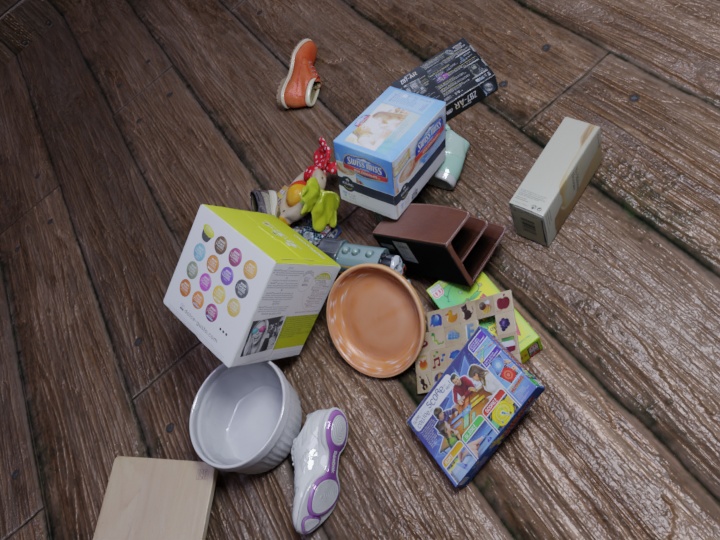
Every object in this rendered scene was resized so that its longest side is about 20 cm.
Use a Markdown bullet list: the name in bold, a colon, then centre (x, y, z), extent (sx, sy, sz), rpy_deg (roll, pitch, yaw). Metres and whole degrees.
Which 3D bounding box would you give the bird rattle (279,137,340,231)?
- **bird rattle**: centre (-0.114, -0.178, 1.275), extent (0.161, 0.112, 0.204), rpy_deg (-27, 47, 30)

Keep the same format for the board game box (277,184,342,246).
- **board game box**: centre (-0.148, -0.090, 1.319), extent (0.136, 0.035, 0.199), rpy_deg (-47, 52, -7)

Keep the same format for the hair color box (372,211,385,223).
- **hair color box**: centre (0.026, -0.190, 1.251), extent (0.059, 0.100, 0.203), rpy_deg (-27, 52, 6)

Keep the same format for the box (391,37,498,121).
- **box**: centre (0.185, -0.413, 1.345), extent (0.197, 0.044, 0.162), rpy_deg (-31, 52, 6)

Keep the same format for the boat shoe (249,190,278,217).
- **boat shoe**: centre (-0.207, -0.095, 1.271), extent (0.063, 0.073, 0.204), rpy_deg (6, 49, -17)

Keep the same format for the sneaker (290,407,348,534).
- **sneaker**: centre (-0.079, 0.335, 1.015), extent (0.098, 0.074, 0.204), rpy_deg (-10, 55, 42)

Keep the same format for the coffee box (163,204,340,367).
- **coffee box**: centre (-0.191, 0.023, 1.072), extent (0.198, 0.198, 0.201), rpy_deg (35, 106, 27)

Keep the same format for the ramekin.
- **ramekin**: centre (-0.197, 0.265, 1.081), extent (0.195, 0.105, 0.205), rpy_deg (-13, 56, 19)

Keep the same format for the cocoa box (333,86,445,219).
- **cocoa box**: centre (0.059, -0.222, 1.112), extent (0.131, 0.133, 0.201), rpy_deg (23, 54, 26)

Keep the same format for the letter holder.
- **letter holder**: centre (0.143, -0.072, 1.082), extent (0.143, 0.101, 0.198), rpy_deg (-51, 34, -18)

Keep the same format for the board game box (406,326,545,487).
- **board game box**: centre (0.173, 0.210, 0.931), extent (0.202, 0.034, 0.136), rpy_deg (-55, 49, 15)

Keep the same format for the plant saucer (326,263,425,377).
- **plant saucer**: centre (0.029, 0.086, 1.062), extent (0.196, 0.037, 0.206), rpy_deg (7, 104, 29)

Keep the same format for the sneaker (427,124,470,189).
- **sneaker**: centre (0.132, -0.253, 1.252), extent (0.197, 0.074, 0.120), rpy_deg (25, 79, 25)

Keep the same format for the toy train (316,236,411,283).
- **toy train**: centre (0.000, 0.000, 1.133), extent (0.196, 0.115, 0.086), rpy_deg (10, 53, 31)

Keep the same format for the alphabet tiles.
- **alphabet tiles**: centre (0.170, 0.138, 0.986), extent (0.197, 0.007, 0.172), rpy_deg (-19, 65, 38)

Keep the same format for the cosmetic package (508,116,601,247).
- **cosmetic package**: centre (0.350, -0.158, 1.071), extent (0.070, 0.105, 0.202), rpy_deg (27, 77, 34)

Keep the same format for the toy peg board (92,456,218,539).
- **toy peg board**: centre (-0.353, 0.451, 1.068), extent (0.193, 0.099, 0.205), rpy_deg (1, 60, 8)

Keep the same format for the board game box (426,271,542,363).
- **board game box**: centre (0.208, 0.081, 1.029), extent (0.101, 0.048, 0.201), rpy_deg (-36, 52, 2)

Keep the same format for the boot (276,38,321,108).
- **boot**: centre (-0.135, -0.506, 1.548), extent (0.105, 0.075, 0.205), rpy_deg (9, 73, 27)
